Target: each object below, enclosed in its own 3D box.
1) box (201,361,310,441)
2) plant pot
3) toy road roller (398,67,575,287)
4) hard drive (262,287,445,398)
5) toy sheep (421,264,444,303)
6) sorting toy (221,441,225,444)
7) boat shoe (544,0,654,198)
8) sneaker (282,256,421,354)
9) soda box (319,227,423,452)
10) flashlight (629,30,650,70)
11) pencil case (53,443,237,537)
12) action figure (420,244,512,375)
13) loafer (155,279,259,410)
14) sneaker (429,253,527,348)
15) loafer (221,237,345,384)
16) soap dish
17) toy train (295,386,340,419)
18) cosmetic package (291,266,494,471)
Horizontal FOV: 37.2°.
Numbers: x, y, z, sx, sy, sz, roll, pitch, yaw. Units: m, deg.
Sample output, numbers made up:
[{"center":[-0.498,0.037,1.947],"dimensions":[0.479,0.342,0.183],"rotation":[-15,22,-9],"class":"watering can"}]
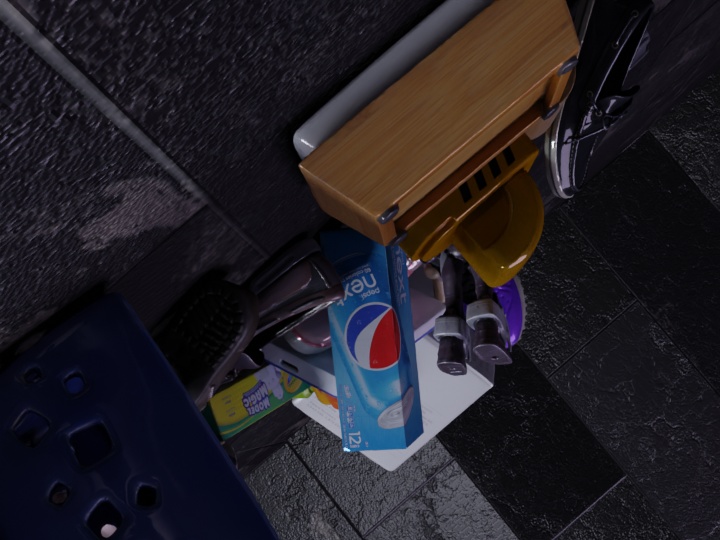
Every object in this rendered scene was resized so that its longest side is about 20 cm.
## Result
[{"center":[-0.135,0.129,1.078],"dimensions":[0.116,0.049,0.200],"rotation":[-16,-174,28],"class":"box"},{"center":[-0.183,0.165,0.665],"dimensions":[0.179,0.201,0.200],"rotation":[-29,169,-29],"class":"plant pot"},{"center":[0.110,-0.080,0.868],"dimensions":[0.199,0.146,0.123],"rotation":[-39,173,-7],"class":"toy road roller"},{"center":[-0.015,0.057,1.119],"dimensions":[0.199,0.131,0.026],"rotation":[-31,137,-50],"class":"hard drive"},{"center":[0.117,-0.040,1.183],"dimensions":[0.138,0.138,0.200],"rotation":[-46,-176,36],"class":"toy sheep"},{"center":[-0.224,0.245,1.087],"dimensions":[0.198,0.070,0.200],"rotation":[-38,-156,-2],"class":"sorting toy"},{"center":[0.208,-0.152,0.936],"dimensions":[0.074,0.062,0.202],"rotation":[-33,140,-53],"class":"boat shoe"},{"center":[0.000,0.000,1.066],"dimensions":[0.200,0.075,0.105],"rotation":[-37,170,-45],"class":"sneaker"},{"center":[0.012,0.060,0.984],"dimensions":[0.063,0.203,0.068],"rotation":[-6,-177,18],"class":"soda box"},{"center":[0.180,-0.165,1.004],"dimensions":[0.200,0.068,0.068],"rotation":[-44,-166,-4],"class":"flashlight"},{"center":[-0.197,0.204,0.942],"dimensions":[0.197,0.079,0.090],"rotation":[-4,153,-24],"class":"pencil case"},{"center":[0.093,-0.015,0.947],"dimensions":[0.129,0.203,0.069],"rotation":[-12,159,31],"class":"action figure"},{"center":[-0.141,0.086,0.851],"dimensions":[0.200,0.073,0.071],"rotation":[-44,169,21],"class":"loafer"},{"center":[0.095,-0.013,1.048],"dimensions":[0.069,0.203,0.099],"rotation":[-20,179,36],"class":"sneaker"},{"center":[-0.097,0.057,0.945],"dimensions":[0.200,0.063,0.072],"rotation":[-43,171,18],"class":"loafer"},{"center":[0.054,-0.104,0.714],"dimensions":[0.199,0.081,0.157],"rotation":[-39,172,-2],"class":"soap dish"},{"center":[-0.032,0.138,1.226],"dimensions":[0.085,0.114,0.201],"rotation":[-65,147,-36],"class":"toy train"},{"center":[0.046,0.101,1.327],"dimensions":[0.200,0.164,0.166],"rotation":[-44,-163,31],"class":"cosmetic package"}]
